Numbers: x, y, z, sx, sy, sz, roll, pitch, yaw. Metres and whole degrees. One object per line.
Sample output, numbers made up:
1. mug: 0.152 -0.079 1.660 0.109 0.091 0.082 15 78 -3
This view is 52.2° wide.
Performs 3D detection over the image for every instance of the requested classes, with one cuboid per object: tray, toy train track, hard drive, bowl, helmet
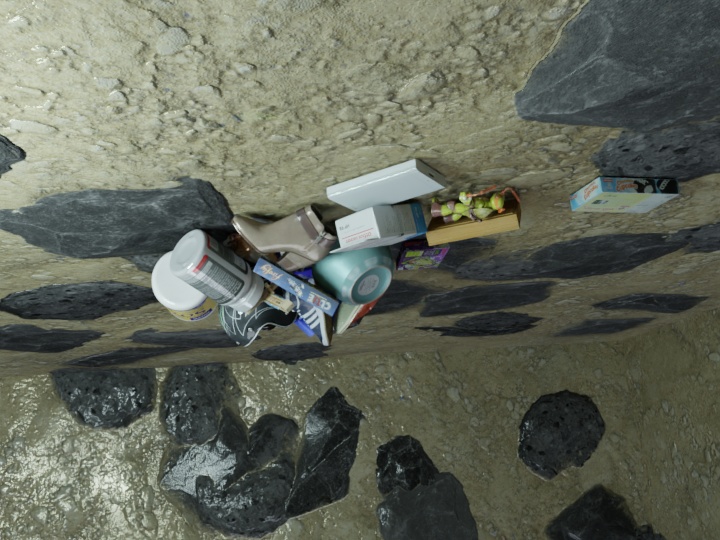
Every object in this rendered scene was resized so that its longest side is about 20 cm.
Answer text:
1. tray: 0.245 -0.106 1.589 0.196 0.038 0.099 -10 -158 19
2. toy train track: -0.211 0.058 1.682 0.199 0.115 0.033 18 149 55
3. hard drive: 0.051 -0.161 1.425 0.197 0.027 0.131 -15 163 30
4. bowl: 0.000 0.000 1.669 0.198 0.105 0.203 -24 140 -21
5. helmet: -0.275 0.089 1.900 0.187 0.204 0.199 -7 169 -29

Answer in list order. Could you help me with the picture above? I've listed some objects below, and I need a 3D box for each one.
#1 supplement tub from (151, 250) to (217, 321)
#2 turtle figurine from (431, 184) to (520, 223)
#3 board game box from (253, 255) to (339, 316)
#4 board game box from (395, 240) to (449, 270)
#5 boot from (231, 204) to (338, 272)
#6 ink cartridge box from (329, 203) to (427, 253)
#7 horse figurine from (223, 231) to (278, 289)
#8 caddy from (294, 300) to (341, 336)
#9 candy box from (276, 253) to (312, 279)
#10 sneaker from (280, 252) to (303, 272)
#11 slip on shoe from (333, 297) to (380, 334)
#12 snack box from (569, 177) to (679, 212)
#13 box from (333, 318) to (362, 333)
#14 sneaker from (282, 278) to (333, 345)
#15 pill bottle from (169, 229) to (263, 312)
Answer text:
1. supplement tub: -0.420 0.042 1.793 0.142 0.149 0.200 -4 165 -3
2. turtle figurine: 0.237 -0.131 1.516 0.159 0.066 0.198 -7 180 37
3. board game box: -0.143 0.032 1.638 0.198 0.035 0.135 30 180 -6
4. board game box: 0.160 -0.040 1.920 0.117 0.033 0.200 0 166 -4
5. boot: -0.150 -0.087 1.531 0.146 0.071 0.199 -38 121 22
6. ink cartridge box: 0.032 -0.089 1.518 0.115 0.068 0.198 -17 175 43
7. horse figurine: -0.256 -0.027 1.729 0.198 0.051 0.132 27 131 -33
8. caddy: -0.110 0.078 1.971 0.105 0.201 0.140 46 141 -16
9. candy box: -0.086 -0.016 1.828 0.196 0.079 0.168 -11 163 25
10. sneaker: -0.151 -0.052 1.668 0.072 0.082 0.200 -4 164 4
11. slip on shoe: -0.004 0.092 1.853 0.060 0.075 0.201 22 122 -32
12. snack box: 0.566 -0.161 1.578 0.196 0.038 0.116 0 164 -18
13. box: -0.020 0.082 2.023 0.049 0.201 0.160 47 143 -18
14. sneaker: -0.136 0.106 1.847 0.106 0.071 0.203 -5 125 13
15. pill bottle: -0.317 0.007 1.640 0.112 0.116 0.199 -15 141 35
